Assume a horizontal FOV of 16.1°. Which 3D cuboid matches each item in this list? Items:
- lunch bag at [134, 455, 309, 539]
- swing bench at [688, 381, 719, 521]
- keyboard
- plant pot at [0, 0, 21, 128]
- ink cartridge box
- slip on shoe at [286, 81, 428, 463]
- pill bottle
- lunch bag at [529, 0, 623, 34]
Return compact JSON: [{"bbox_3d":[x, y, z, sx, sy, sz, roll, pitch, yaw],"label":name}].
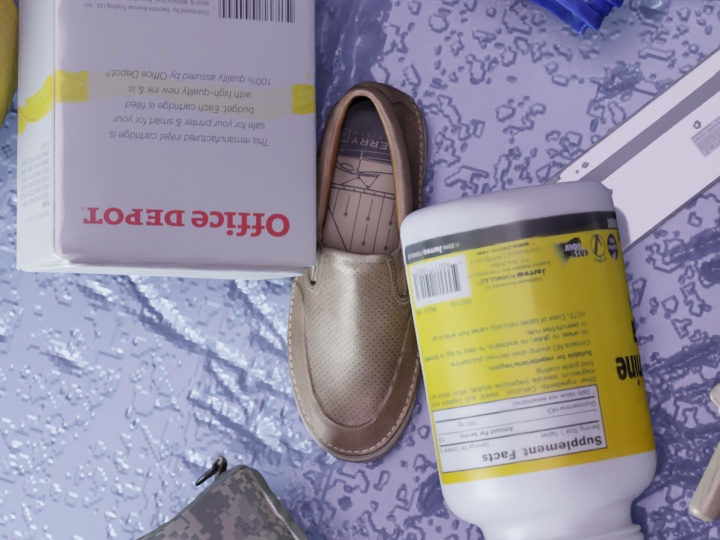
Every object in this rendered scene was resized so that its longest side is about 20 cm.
[{"bbox_3d":[-0.063,0.218,1.294,0.168,0.139,0.200,-41,81,5],"label":"lunch bag"},{"bbox_3d":[0.240,0.029,1.226,0.129,0.199,0.202,8,86,11],"label":"swing bench"},{"bbox_3d":[0.182,-0.077,1.342,0.200,0.011,0.056,-38,85,5],"label":"keyboard"},{"bbox_3d":[-0.262,-0.110,1.348,0.200,0.200,0.142,44,65,10],"label":"plant pot"},{"bbox_3d":[-0.103,-0.097,1.327,0.144,0.083,0.202,2,85,-22],"label":"ink cartridge box"},{"bbox_3d":[0.000,0.000,1.340,0.075,0.061,0.202,8,87,10],"label":"slip on shoe"},{"bbox_3d":[0.089,0.062,1.292,0.111,0.112,0.202,-10,87,9],"label":"pill bottle"},{"bbox_3d":[0.088,-0.240,1.315,0.199,0.124,0.171,34,93,20],"label":"lunch bag"}]
